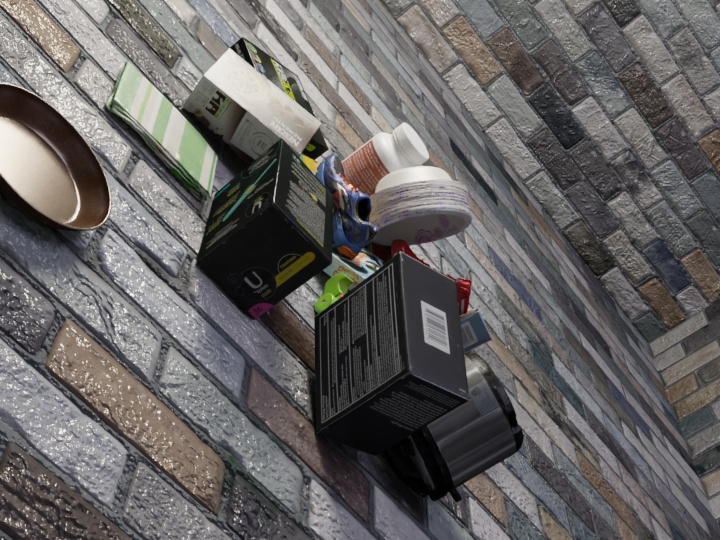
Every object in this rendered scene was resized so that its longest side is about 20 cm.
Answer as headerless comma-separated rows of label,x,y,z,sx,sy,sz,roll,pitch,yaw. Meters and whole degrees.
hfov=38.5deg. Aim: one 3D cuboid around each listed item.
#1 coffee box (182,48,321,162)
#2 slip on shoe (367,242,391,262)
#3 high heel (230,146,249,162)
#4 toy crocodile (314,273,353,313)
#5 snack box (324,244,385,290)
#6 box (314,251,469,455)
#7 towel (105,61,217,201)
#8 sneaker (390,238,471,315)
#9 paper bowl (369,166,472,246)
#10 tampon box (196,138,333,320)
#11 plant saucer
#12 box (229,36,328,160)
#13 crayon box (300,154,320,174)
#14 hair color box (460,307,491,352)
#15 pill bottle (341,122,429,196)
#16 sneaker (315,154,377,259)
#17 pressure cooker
coffee box,-0.175,-0.253,1.690,0.199,0.080,0.113,39,38,-8
slip on shoe,0.057,0.000,1.969,0.074,0.061,0.202,44,24,-35
high heel,-0.156,-0.235,1.778,0.068,0.095,0.199,59,19,12
toy crocodile,-0.028,0.088,1.624,0.067,0.061,0.201,43,24,-32
snack box,0.000,0.000,1.804,0.116,0.037,0.199,35,13,19
box,0.039,0.120,1.453,0.122,0.198,0.202,27,44,-33
towel,-0.289,-0.206,1.530,0.200,0.023,0.153,45,22,-25
sneaker,0.143,0.009,1.938,0.201,0.114,0.079,56,30,-32
paper bowl,0.103,-0.123,1.913,0.200,0.198,0.106,20,58,-59
tampon box,-0.131,-0.061,1.483,0.126,0.149,0.201,45,22,-24
plant saucer,-0.370,-0.122,1.180,0.201,0.036,0.201,48,21,-25
box,-0.158,-0.333,2.006,0.192,0.047,0.202,24,37,-53
crayon box,-0.080,-0.133,1.853,0.199,0.058,0.120,19,42,-61
hair color box,0.193,0.120,1.964,0.061,0.098,0.200,64,5,3
pill bottle,0.031,-0.193,2.001,0.112,0.199,0.113,45,22,-24
sneaker,-0.018,-0.117,1.776,0.075,0.078,0.202,28,38,-55
pressure cooker,0.126,0.238,1.573,0.176,0.198,0.180,49,-16,55
